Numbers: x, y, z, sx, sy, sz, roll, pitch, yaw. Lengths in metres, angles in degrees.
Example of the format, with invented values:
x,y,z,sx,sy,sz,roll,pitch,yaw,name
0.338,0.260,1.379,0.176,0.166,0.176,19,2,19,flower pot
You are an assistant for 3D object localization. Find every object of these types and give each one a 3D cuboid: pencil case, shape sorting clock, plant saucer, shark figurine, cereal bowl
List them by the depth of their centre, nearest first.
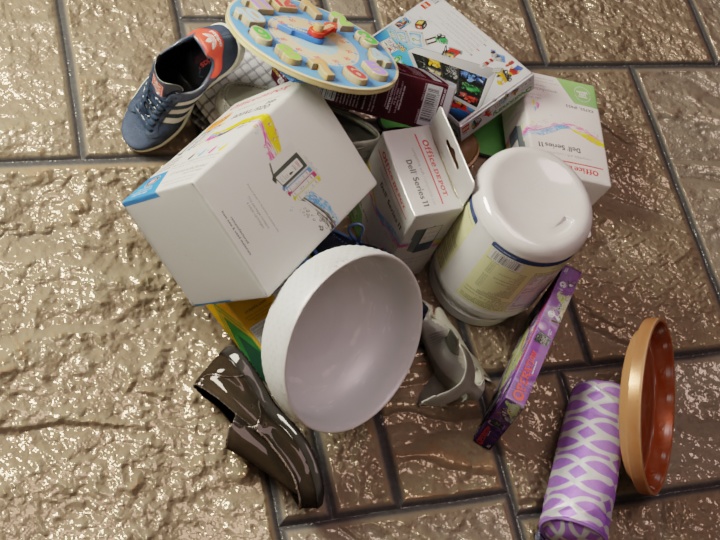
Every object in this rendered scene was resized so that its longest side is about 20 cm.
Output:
x,y,z,sx,sy,sz,roll,pitch,yaw,name
-0.030,0.064,1.296,0.199,0.202,0.083,-35,40,-31,cereal bowl
-0.050,-0.248,1.328,0.198,0.040,0.201,16,28,-9,shape sorting clock
0.098,0.125,1.389,0.089,0.215,0.129,-36,110,6,shark figurine
0.262,0.224,1.403,0.086,0.083,0.201,48,50,-36,pencil case
0.329,0.155,1.415,0.032,0.201,0.202,1,53,26,plant saucer

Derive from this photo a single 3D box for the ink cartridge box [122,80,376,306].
x,y,z,sx,sy,sz,roll,pitch,yaw,name
-0.116,-0.083,1.312,0.200,0.146,0.145,-47,113,-34,ink cartridge box

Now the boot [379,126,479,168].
x,y,z,sx,sy,sz,roll,pitch,yaw,name
0.074,-0.149,1.548,0.198,0.076,0.074,-15,66,-27,boot

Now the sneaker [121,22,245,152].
x,y,z,sx,sy,sz,roll,pitch,yaw,name
-0.222,-0.208,1.402,0.075,0.200,0.084,50,27,6,sneaker

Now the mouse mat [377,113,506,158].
x,y,z,sx,sy,sz,roll,pitch,yaw,name
0.120,-0.230,1.650,0.198,0.008,0.163,14,59,-13,mouse mat

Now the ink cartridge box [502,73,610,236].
x,y,z,sx,sy,sz,roll,pitch,yaw,name
0.255,-0.151,1.604,0.116,0.067,0.202,8,60,-20,ink cartridge box

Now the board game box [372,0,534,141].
x,y,z,sx,sy,sz,roll,pitch,yaw,name
0.114,-0.268,1.600,0.126,0.035,0.200,-35,59,-14,board game box

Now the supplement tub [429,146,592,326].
x,y,z,sx,sy,sz,roll,pitch,yaw,name
0.169,-0.034,1.440,0.143,0.200,0.147,8,59,-14,supplement tub

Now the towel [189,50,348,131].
x,y,z,sx,sy,sz,roll,pitch,yaw,name
-0.117,-0.218,1.514,0.166,0.086,0.200,48,62,2,towel

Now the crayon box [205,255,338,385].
x,y,z,sx,sy,sz,roll,pitch,yaw,name
-0.101,0.030,1.400,0.125,0.052,0.201,-32,77,-31,crayon box

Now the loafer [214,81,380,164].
x,y,z,sx,sy,sz,roll,pitch,yaw,name
-0.070,-0.177,1.430,0.198,0.070,0.071,16,66,-15,loafer

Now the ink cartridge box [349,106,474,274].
x,y,z,sx,sy,sz,roll,pitch,yaw,name
0.054,-0.087,1.430,0.067,0.200,0.118,-11,65,-24,ink cartridge box

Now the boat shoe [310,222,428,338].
x,y,z,sx,sy,sz,roll,pitch,yaw,name
0.000,0.000,1.429,0.069,0.084,0.200,-40,77,-7,boat shoe

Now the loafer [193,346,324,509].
x,y,z,sx,sy,sz,roll,pitch,yaw,name
-0.110,0.178,1.310,0.071,0.073,0.201,-31,70,-20,loafer

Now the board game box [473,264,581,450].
x,y,z,sx,sy,sz,roll,pitch,yaw,name
0.193,0.100,1.423,0.032,0.120,0.201,30,56,0,board game box

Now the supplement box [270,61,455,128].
x,y,z,sx,sy,sz,roll,pitch,yaw,name
0.001,-0.222,1.447,0.198,0.062,0.109,14,15,-16,supplement box
